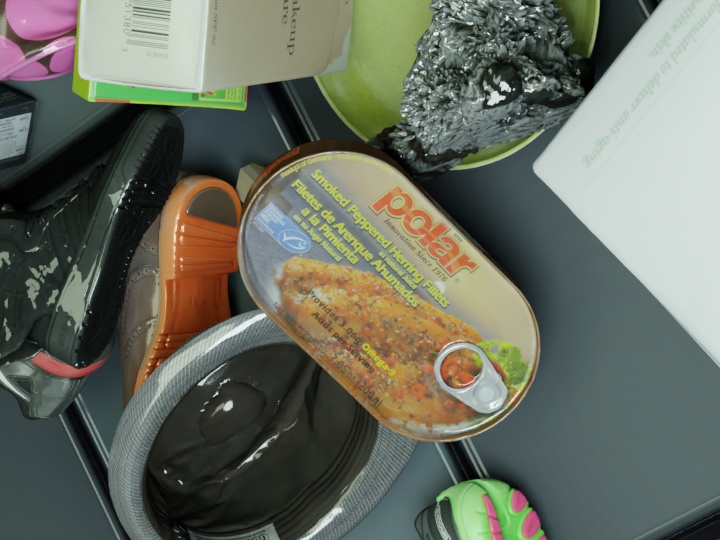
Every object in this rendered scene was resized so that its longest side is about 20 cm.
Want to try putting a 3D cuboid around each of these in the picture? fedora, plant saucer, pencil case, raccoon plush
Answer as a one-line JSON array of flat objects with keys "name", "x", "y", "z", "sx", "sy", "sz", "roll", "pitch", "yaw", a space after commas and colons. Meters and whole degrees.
[{"name": "fedora", "x": -0.065, "y": 0.089, "z": 1.445, "sx": 0.200, "sy": 0.176, "sz": 0.090, "roll": -52, "pitch": 29, "yaw": 14}, {"name": "plant saucer", "x": 0.055, "y": -0.161, "z": 1.397, "sx": 0.199, "sy": 0.031, "sz": 0.202, "roll": 4, "pitch": 99, "yaw": 30}, {"name": "pencil case", "x": -0.215, "y": -0.221, "z": 1.509, "sx": 0.093, "sy": 0.091, "sz": 0.201, "roll": -21, "pitch": 84, "yaw": 13}, {"name": "raccoon plush", "x": 0.042, "y": -0.134, "z": 1.343, "sx": 0.199, "sy": 0.097, "sz": 0.135, "roll": -23, "pitch": 77, "yaw": 30}]

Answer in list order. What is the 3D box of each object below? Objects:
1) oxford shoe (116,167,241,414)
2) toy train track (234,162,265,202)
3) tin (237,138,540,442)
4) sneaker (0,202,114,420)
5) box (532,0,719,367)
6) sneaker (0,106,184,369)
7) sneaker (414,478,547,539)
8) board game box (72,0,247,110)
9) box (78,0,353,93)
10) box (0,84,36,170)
[{"name": "oxford shoe", "x": -0.124, "y": 0.033, "z": 1.512, "sx": 0.073, "sy": 0.071, "sz": 0.202, "roll": 20, "pitch": 103, "yaw": 46}, {"name": "toy train track", "x": 0.000, "y": 0.000, "z": 1.446, "sx": 0.200, "sy": 0.032, "sz": 0.115, "roll": 42, "pitch": 140, "yaw": 25}, {"name": "tin", "x": 0.016, "y": 0.010, "z": 1.345, "sx": 0.112, "sy": 0.042, "sz": 0.200, "roll": -41, "pitch": 109, "yaw": 14}, {"name": "sneaker", "x": -0.243, "y": 0.021, "z": 1.564, "sx": 0.200, "sy": 0.071, "sz": 0.098, "roll": 45, "pitch": 129, "yaw": 27}, {"name": "box", "x": 0.241, "y": -0.061, "z": 1.223, "sx": 0.200, "sy": 0.171, "sz": 0.199, "roll": 46, "pitch": 115, "yaw": 16}, {"name": "sneaker", "x": -0.188, "y": -0.019, "z": 1.460, "sx": 0.104, "sy": 0.060, "sz": 0.201, "roll": 25, "pitch": 98, "yaw": 22}, {"name": "sneaker", "x": 0.082, "y": 0.224, "z": 1.418, "sx": 0.083, "sy": 0.076, "sz": 0.202, "roll": -14, "pitch": 86, "yaw": 47}, {"name": "board game box", "x": -0.114, "y": -0.203, "z": 1.444, "sx": 0.048, "sy": 0.101, "sz": 0.202, "roll": -148, "pitch": 62, "yaw": -67}, {"name": "box", "x": -0.076, "y": -0.154, "z": 1.336, "sx": 0.077, "sy": 0.200, "sz": 0.096, "roll": 8, "pitch": 102, "yaw": 22}, {"name": "box", "x": -0.329, "y": -0.100, "z": 1.524, "sx": 0.157, "sy": 0.200, "sz": 0.051, "roll": 23, "pitch": 112, "yaw": 25}]
